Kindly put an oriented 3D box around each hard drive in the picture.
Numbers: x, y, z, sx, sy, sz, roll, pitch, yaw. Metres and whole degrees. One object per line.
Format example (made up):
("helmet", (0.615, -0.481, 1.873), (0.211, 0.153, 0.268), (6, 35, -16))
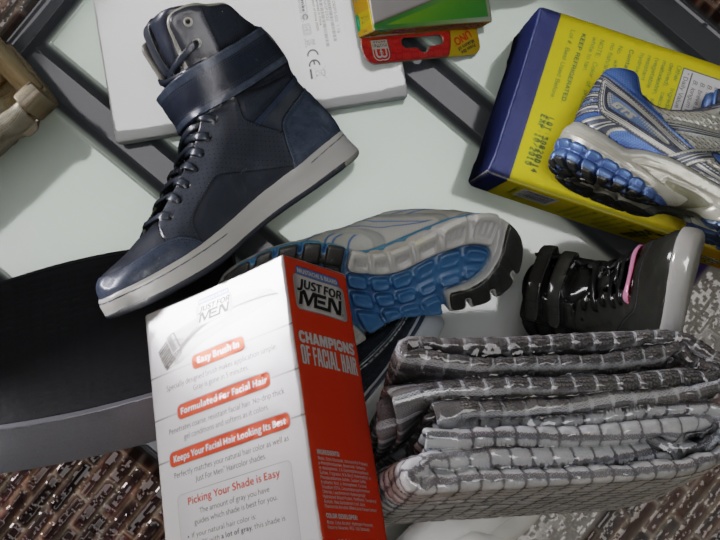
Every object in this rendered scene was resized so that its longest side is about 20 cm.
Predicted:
("hard drive", (-0.076, -0.167, 0.839), (0.198, 0.026, 0.133), (-9, 90, -2))
("hard drive", (-0.172, 0.051, 0.798), (0.198, 0.042, 0.136), (-13, 57, -1))

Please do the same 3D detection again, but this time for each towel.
("towel", (0.098, 0.094, 0.721), (0.198, 0.166, 0.086), (-2, 72, -9))

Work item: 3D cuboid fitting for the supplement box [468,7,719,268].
("supplement box", (0.184, -0.079, 0.807), (0.199, 0.110, 0.110), (19, 90, -1))

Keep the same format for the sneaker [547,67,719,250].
("sneaker", (0.215, -0.060, 0.717), (0.199, 0.077, 0.086), (22, 85, -2))

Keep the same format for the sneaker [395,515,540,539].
("sneaker", (0.087, 0.134, 0.828), (0.199, 0.075, 0.089), (-30, 86, -11))

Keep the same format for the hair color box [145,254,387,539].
("hair color box", (-0.052, 0.106, 0.680), (0.110, 0.064, 0.201), (-22, 67, 32))

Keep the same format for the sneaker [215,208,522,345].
("sneaker", (0.000, 0.000, 0.809), (0.198, 0.087, 0.076), (-10, 110, -15))

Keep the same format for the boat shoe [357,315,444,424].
("boat shoe", (-0.039, 0.080, 0.817), (0.091, 0.071, 0.200), (44, 91, -5))

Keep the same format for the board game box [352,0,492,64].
("board game box", (0.030, -0.242, 0.826), (0.095, 0.030, 0.202), (-10, 93, -27))

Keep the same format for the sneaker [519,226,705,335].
("sneaker", (0.150, 0.015, 0.770), (0.099, 0.200, 0.071), (19, 74, 8))

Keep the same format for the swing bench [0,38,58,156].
("swing bench", (-0.326, -0.109, 0.784), (0.199, 0.130, 0.200), (-41, 97, -2))

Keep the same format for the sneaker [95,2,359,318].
("sneaker", (-0.113, -0.075, 0.764), (0.202, 0.077, 0.147), (-41, 103, -30))
